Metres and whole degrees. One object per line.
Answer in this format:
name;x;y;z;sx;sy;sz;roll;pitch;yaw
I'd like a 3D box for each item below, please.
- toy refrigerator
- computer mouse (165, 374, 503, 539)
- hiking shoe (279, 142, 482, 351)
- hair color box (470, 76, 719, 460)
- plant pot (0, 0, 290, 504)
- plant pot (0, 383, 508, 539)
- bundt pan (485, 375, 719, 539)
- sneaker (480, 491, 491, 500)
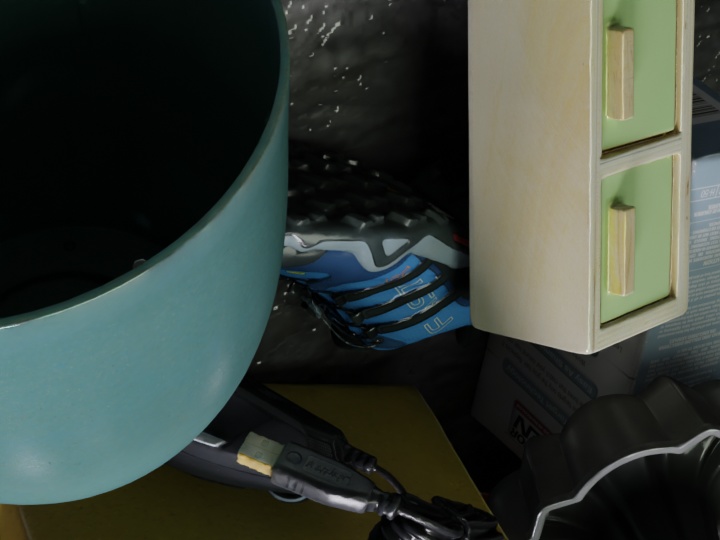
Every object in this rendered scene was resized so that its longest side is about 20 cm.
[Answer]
toy refrigerator;0.093;-0.074;0.922;0.076;0.070;0.200;-18;114;-46
computer mouse;-0.045;0.071;0.863;0.046;0.200;0.140;-61;170;2
hiking shoe;0.000;0.000;0.954;0.200;0.074;0.087;3;119;-40
hair color box;0.120;0.008;1.039;0.061;0.099;0.200;-11;128;-33
plant pot;-0.115;-0.014;0.769;0.200;0.201;0.161;-31;146;-17
plant pot;-0.067;0.165;0.951;0.200;0.194;0.196;9;116;-25
bundt pan;0.138;0.129;1.009;0.202;0.076;0.202;-6;124;-10
sneaker;0.108;0.108;1.144;0.200;0.077;0.085;1;101;-45
